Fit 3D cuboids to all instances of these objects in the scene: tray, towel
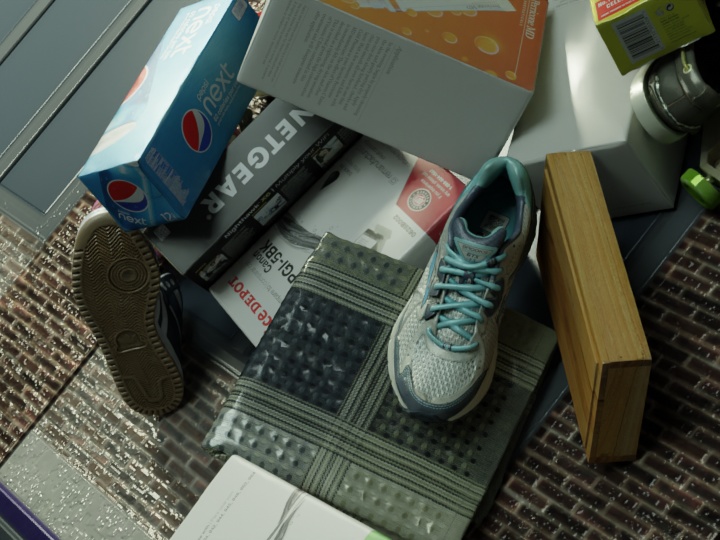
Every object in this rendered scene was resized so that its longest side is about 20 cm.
[{"bbox_3d":[0.154,0.022,1.298,0.037,0.099,0.200,-3,45,-4],"label":"tray"},{"bbox_3d":[0.019,0.089,1.344,0.200,0.035,0.193,24,67,12],"label":"towel"}]

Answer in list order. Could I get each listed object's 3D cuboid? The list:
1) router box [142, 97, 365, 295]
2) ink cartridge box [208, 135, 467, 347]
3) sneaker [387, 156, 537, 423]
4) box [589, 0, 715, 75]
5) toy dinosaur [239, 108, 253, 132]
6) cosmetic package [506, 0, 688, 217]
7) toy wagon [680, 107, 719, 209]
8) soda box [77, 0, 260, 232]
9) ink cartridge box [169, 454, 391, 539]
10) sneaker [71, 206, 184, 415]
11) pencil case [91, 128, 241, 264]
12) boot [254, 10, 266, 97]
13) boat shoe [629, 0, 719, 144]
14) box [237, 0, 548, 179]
[{"bbox_3d":[-0.065,-0.066,1.527,0.200,0.157,0.052,-45,72,0],"label":"router box"},{"bbox_3d":[0.000,0.000,1.469,0.200,0.083,0.147,-45,39,0],"label":"ink cartridge box"},{"bbox_3d":[0.069,0.007,1.315,0.077,0.086,0.200,15,64,8],"label":"sneaker"},{"bbox_3d":[0.198,-0.223,1.371,0.075,0.050,0.200,-24,35,18],"label":"box"},{"bbox_3d":[-0.110,-0.175,1.729,0.200,0.077,0.102,-50,46,-1],"label":"toy dinosaur"},{"bbox_3d":[0.188,-0.141,1.425,0.107,0.085,0.200,-8,52,37],"label":"cosmetic package"},{"bbox_3d":[0.315,-0.081,1.295,0.155,0.040,0.200,-46,39,0],"label":"toy wagon"},{"bbox_3d":[-0.137,-0.125,1.476,0.068,0.064,0.200,-11,39,38],"label":"soda box"},{"bbox_3d":[-0.010,0.214,1.239,0.200,0.146,0.084,22,72,49],"label":"ink cartridge box"},{"bbox_3d":[-0.188,0.011,1.550,0.070,0.200,0.109,-10,37,2],"label":"sneaker"},{"bbox_3d":[-0.163,-0.066,1.617,0.083,0.087,0.200,-29,-2,-31],"label":"pencil case"},{"bbox_3d":[-0.033,-0.228,1.607,0.200,0.072,0.144,-33,-11,-40],"label":"boot"},{"bbox_3d":[0.254,-0.168,1.372,0.060,0.072,0.202,-30,21,43],"label":"boat shoe"},{"bbox_3d":[0.026,-0.171,1.419,0.125,0.200,0.098,-76,11,-48],"label":"box"}]
